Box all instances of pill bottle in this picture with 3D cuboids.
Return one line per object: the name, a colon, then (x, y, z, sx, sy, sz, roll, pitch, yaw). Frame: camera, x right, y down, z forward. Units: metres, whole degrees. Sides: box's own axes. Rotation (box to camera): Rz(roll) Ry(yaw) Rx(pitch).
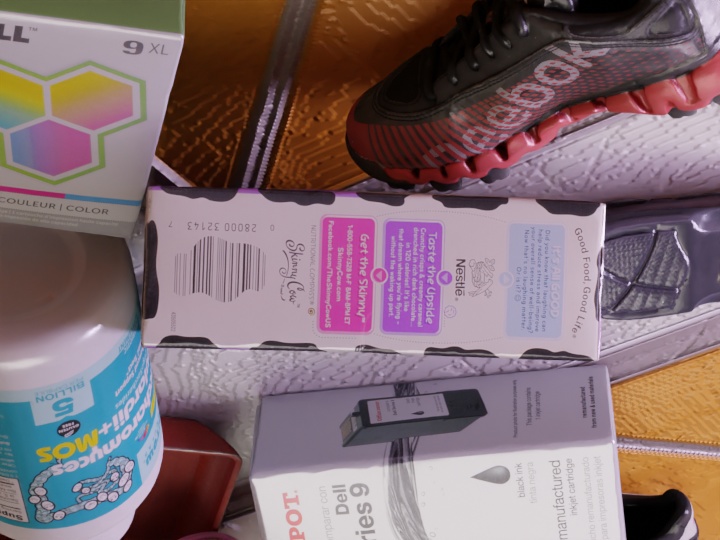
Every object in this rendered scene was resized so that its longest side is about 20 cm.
pill bottle: (-0.158, 0.062, 1.150, 0.110, 0.111, 0.201, -3, 140, 1)

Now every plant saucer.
plant saucer: (-0.182, 0.134, 1.332, 0.199, 0.037, 0.200, 7, 144, -11)

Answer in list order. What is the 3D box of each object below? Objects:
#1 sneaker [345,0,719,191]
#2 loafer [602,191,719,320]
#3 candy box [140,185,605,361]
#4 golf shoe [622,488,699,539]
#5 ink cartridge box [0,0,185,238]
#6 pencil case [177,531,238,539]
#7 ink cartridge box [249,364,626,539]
sneaker: (0.071, -0.097, 0.984, 0.199, 0.071, 0.098, -17, 136, 27)
loafer: (0.191, -0.016, 1.130, 0.199, 0.063, 0.072, -1, 116, -11)
candy box: (0.000, 0.000, 1.048, 0.199, 0.072, 0.168, 2, -179, -4)
golf shoe: (0.102, 0.162, 1.362, 0.199, 0.073, 0.092, -6, 140, -10)
ink cartridge box: (-0.132, -0.098, 0.978, 0.103, 0.060, 0.200, 7, 144, -12)
pencil case: (-0.122, 0.229, 1.372, 0.083, 0.087, 0.200, 41, 135, -3)
ink cartridge box: (0.046, 0.142, 1.268, 0.199, 0.084, 0.147, -6, 117, 6)
